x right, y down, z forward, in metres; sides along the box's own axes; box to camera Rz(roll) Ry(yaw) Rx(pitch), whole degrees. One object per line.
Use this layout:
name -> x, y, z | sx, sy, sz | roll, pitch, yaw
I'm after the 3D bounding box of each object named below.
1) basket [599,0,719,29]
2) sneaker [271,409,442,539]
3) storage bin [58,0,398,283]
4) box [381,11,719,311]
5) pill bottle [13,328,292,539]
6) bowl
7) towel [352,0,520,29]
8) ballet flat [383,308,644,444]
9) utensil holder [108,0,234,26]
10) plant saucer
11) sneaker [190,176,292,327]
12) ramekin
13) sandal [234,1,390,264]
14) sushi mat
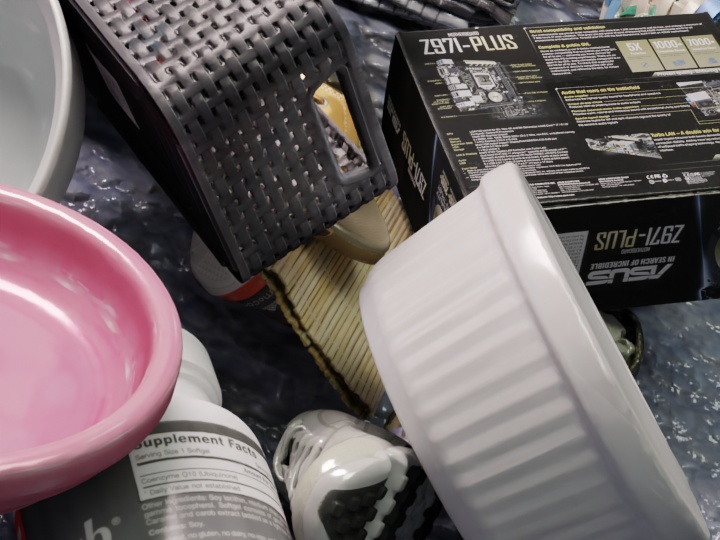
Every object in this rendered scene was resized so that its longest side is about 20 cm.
basket -> 0.240, -0.108, 1.201 | 0.200, 0.177, 0.139 | 34, 32, 32
sneaker -> -0.009, 0.101, 0.851 | 0.081, 0.075, 0.200 | 29, 0, 11
storage bin -> -0.081, -0.108, 0.884 | 0.094, 0.135, 0.200 | -33, 51, -10
box -> 0.128, -0.063, 1.044 | 0.200, 0.086, 0.164 | -6, 45, -14
pill bottle -> -0.086, 0.128, 0.785 | 0.116, 0.116, 0.200 | 4, 46, -30
bowl -> -0.210, -0.072, 0.888 | 0.201, 0.201, 0.090 | 49, 9, 20
towel -> 0.030, -0.254, 1.281 | 0.200, 0.086, 0.166 | 20, 41, -14
ballet flat -> 0.091, 0.058, 1.008 | 0.200, 0.072, 0.072 | -21, 62, -44
utensil holder -> -0.118, -0.213, 1.079 | 0.200, 0.170, 0.170 | -17, 59, -44
plant saucer -> -0.174, 0.033, 0.733 | 0.200, 0.051, 0.201 | 10, 33, -7
sneaker -> -0.052, -0.042, 1.037 | 0.082, 0.077, 0.200 | 40, 33, -33
ramekin -> 0.076, 0.058, 0.848 | 0.203, 0.094, 0.202 | 60, 9, -16
sandal -> -0.025, -0.091, 0.985 | 0.080, 0.054, 0.200 | 18, 43, -36
sushi mat -> 0.000, 0.000, 0.994 | 0.096, 0.012, 0.200 | 57, 23, -12
